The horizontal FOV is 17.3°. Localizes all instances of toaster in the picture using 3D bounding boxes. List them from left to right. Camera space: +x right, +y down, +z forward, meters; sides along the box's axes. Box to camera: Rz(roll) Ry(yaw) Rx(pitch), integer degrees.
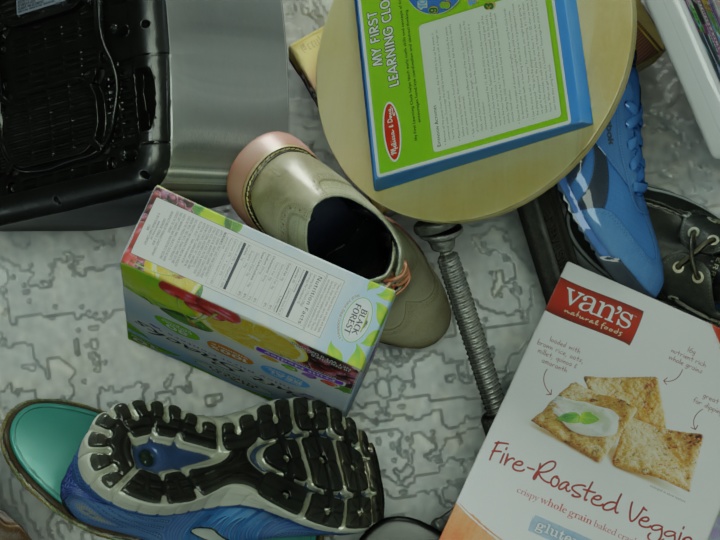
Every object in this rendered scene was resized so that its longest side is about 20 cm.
[{"bbox_3d":[-0.138,-0.123,1.352,0.199,0.118,0.182,-11,82,42],"label":"toaster"}]

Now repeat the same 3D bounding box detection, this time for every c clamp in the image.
[{"bbox_3d":[0.080,0.026,1.361,0.171,0.027,0.201,-25,106,-42],"label":"c clamp"}]

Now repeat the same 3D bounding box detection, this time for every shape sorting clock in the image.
[{"bbox_3d":[0.063,-0.123,1.322,0.199,0.039,0.201,-8,71,24],"label":"shape sorting clock"}]

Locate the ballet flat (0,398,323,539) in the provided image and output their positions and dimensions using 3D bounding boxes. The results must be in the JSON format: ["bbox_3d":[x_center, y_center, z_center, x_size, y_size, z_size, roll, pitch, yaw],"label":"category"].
[{"bbox_3d":[-0.119,0.134,1.380,0.199,0.071,0.071,21,84,-6],"label":"ballet flat"}]

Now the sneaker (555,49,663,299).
[{"bbox_3d":[0.138,-0.080,1.356,0.078,0.066,0.201,-26,86,6],"label":"sneaker"}]

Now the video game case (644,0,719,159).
[{"bbox_3d":[0.189,-0.158,1.367,0.023,0.182,0.201,-24,85,18],"label":"video game case"}]

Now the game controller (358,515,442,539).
[{"bbox_3d":[0.006,0.239,1.324,0.104,0.042,0.201,30,92,-6],"label":"game controller"}]

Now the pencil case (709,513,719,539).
[{"bbox_3d":[0.188,0.202,1.373,0.090,0.083,0.201,-3,85,-15],"label":"pencil case"}]

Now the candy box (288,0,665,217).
[{"bbox_3d":[0.070,-0.130,1.420,0.199,0.056,0.117,-29,87,-3],"label":"candy box"}]

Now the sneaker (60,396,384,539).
[{"bbox_3d":[-0.077,0.118,1.323,0.199,0.089,0.079,9,62,-29],"label":"sneaker"}]

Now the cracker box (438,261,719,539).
[{"bbox_3d":[0.134,0.111,1.306,0.133,0.058,0.201,23,65,7],"label":"cracker box"}]

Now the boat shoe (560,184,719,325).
[{"bbox_3d":[0.214,-0.001,1.409,0.199,0.057,0.069,25,84,1],"label":"boat shoe"}]

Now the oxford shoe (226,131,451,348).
[{"bbox_3d":[0.000,0.000,1.344,0.071,0.200,0.074,-51,46,0],"label":"oxford shoe"}]

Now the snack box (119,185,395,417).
[{"bbox_3d":[-0.060,0.026,1.327,0.142,0.200,0.053,25,77,1],"label":"snack box"}]

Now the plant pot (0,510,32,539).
[{"bbox_3d":[-0.291,0.182,1.321,0.198,0.200,0.200,-42,86,-14],"label":"plant pot"}]
